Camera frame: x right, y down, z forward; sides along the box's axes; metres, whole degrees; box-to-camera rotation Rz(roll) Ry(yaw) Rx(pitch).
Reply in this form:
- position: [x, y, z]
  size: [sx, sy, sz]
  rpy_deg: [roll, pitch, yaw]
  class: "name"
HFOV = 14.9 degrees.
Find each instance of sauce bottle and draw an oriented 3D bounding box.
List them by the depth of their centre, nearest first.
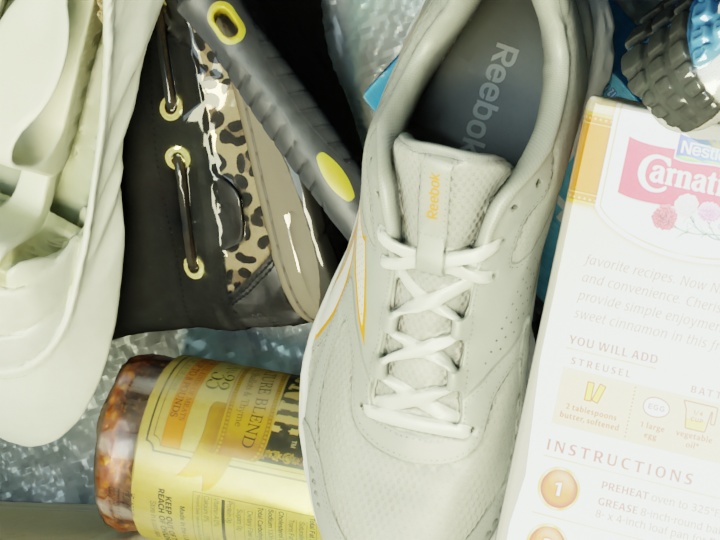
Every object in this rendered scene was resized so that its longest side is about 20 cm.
- position: [0.013, 0.071, 0.898]
  size: [0.199, 0.066, 0.066]
  rpy_deg: [8, 100, 13]
  class: "sauce bottle"

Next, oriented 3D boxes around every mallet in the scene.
- position: [0.000, 0.000, 0.847]
  size: [0.066, 0.041, 0.200]
  rpy_deg: [-42, 86, -3]
  class: "mallet"

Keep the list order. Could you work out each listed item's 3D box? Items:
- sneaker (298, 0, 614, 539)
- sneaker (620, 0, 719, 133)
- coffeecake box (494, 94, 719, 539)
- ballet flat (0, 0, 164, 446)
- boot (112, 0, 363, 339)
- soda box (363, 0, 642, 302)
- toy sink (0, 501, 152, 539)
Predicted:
- position: [0.020, -0.002, 0.780]
  size: [0.075, 0.092, 0.201]
  rpy_deg: [10, 89, 9]
  class: "sneaker"
- position: [0.151, -0.071, 0.756]
  size: [0.075, 0.200, 0.087]
  rpy_deg: [-25, 96, 49]
  class: "sneaker"
- position: [0.122, 0.064, 0.768]
  size: [0.153, 0.073, 0.201]
  rpy_deg: [13, 95, 14]
  class: "coffeecake box"
- position: [-0.107, -0.030, 0.866]
  size: [0.069, 0.069, 0.201]
  rpy_deg: [22, 112, 20]
  class: "ballet flat"
- position: [-0.085, -0.065, 0.924]
  size: [0.150, 0.073, 0.201]
  rpy_deg: [-15, 95, 25]
  class: "boot"
- position: [0.096, -0.006, 0.852]
  size: [0.068, 0.064, 0.200]
  rpy_deg: [-45, 78, 21]
  class: "soda box"
- position: [-0.143, 0.158, 0.905]
  size: [0.112, 0.200, 0.131]
  rpy_deg: [0, 97, 24]
  class: "toy sink"
